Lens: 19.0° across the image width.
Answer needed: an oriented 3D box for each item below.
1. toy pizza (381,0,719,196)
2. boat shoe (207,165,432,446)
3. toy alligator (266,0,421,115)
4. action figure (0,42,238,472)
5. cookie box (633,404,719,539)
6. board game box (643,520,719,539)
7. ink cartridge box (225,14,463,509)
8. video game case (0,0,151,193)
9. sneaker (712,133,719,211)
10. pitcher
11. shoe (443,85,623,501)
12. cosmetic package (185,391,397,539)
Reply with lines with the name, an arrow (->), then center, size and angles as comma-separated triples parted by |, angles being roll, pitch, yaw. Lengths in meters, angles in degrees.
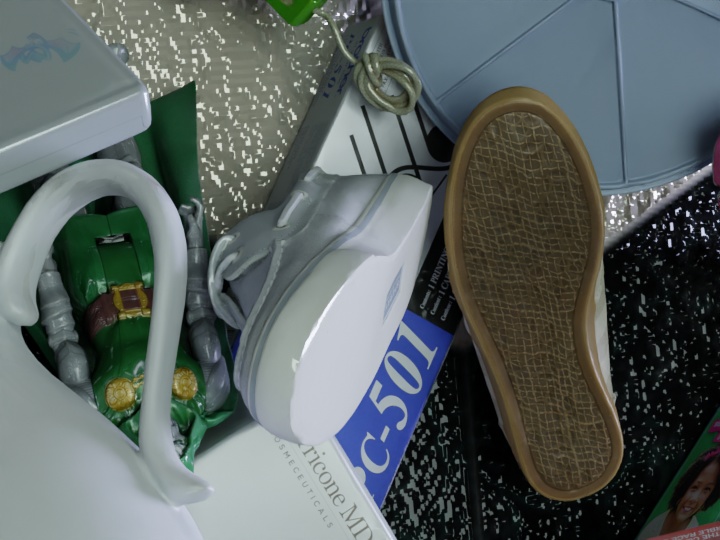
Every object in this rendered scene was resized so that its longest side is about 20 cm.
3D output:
toy pizza -> 0.105, -0.132, 0.923 | 0.198, 0.032, 0.202 | -2, 107, -7
boat shoe -> -0.022, 0.003, 0.816 | 0.068, 0.200, 0.073 | 13, 117, 9
toy alligator -> -0.046, -0.145, 0.912 | 0.200, 0.059, 0.054 | 42, 30, -8
action figure -> -0.095, 0.001, 0.837 | 0.117, 0.055, 0.201 | -12, 57, -14
cookie box -> 0.249, 0.109, 1.034 | 0.171, 0.075, 0.201 | 40, 73, -17
board game box -> 0.157, 0.161, 0.954 | 0.198, 0.019, 0.104 | -15, 113, 8
ink cartridge box -> 0.000, 0.000, 0.940 | 0.094, 0.044, 0.201 | 28, 78, -20
video game case -> -0.205, -0.070, 0.788 | 0.199, 0.182, 0.024 | -25, 137, -23
sneaker -> 0.233, -0.020, 0.953 | 0.200, 0.074, 0.088 | 42, 70, -24
pitcher -> -0.105, 0.074, 0.737 | 0.171, 0.121, 0.201 | -38, 62, 12
shoe -> 0.073, 0.007, 0.931 | 0.069, 0.054, 0.202 | -12, 120, -2
cosmetic package -> -0.085, 0.134, 0.852 | 0.199, 0.085, 0.108 | -34, 102, -3
